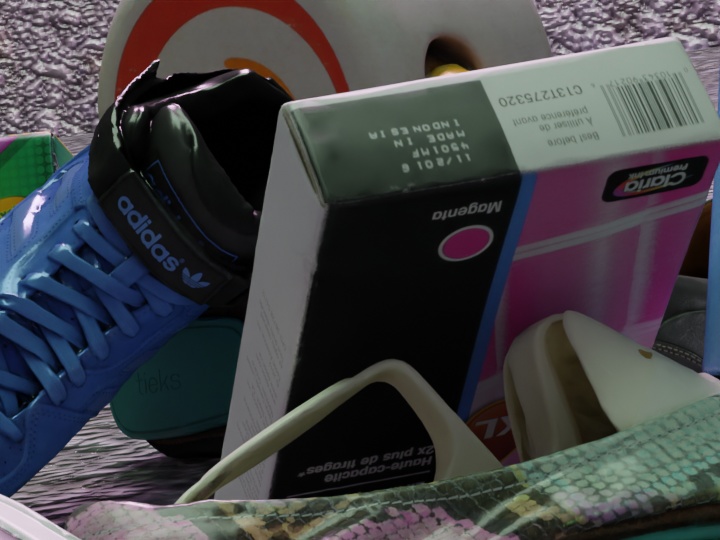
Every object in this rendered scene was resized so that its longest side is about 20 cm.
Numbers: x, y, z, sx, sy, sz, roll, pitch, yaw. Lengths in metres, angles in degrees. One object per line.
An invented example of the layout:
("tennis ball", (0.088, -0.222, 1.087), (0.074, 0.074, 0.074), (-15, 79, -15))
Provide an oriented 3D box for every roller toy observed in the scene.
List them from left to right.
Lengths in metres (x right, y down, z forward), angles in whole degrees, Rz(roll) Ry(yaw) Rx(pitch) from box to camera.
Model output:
("roller toy", (-0.018, -0.069, 1.266), (0.140, 0.200, 0.182), (-16, -25, -50))

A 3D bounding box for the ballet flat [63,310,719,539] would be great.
("ballet flat", (0.028, 0.049, 0.625), (0.200, 0.071, 0.069), (-13, -19, -24))

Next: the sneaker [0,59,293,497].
("sneaker", (-0.086, 0.005, 0.873), (0.111, 0.077, 0.200), (-36, 5, 46))

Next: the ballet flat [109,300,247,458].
("ballet flat", (-0.011, 0.030, 0.913), (0.068, 0.068, 0.200), (-3, 3, -31))

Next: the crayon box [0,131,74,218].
("crayon box", (-0.189, -0.017, 1.380), (0.119, 0.058, 0.200), (-7, -7, 1))

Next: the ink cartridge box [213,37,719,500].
("ink cartridge box", (0.018, 0.026, 0.688), (0.095, 0.037, 0.200), (-11, -32, -17))

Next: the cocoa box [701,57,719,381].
("cocoa box", (0.196, -0.027, 0.662), (0.200, 0.134, 0.131), (-5, -18, 32))

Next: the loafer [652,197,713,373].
("loafer", (0.116, 0.013, 0.842), (0.073, 0.072, 0.200), (-5, 7, 37))

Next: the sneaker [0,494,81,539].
("sneaker", (-0.096, 0.084, 0.522), (0.099, 0.071, 0.200), (-8, 9, -38))
